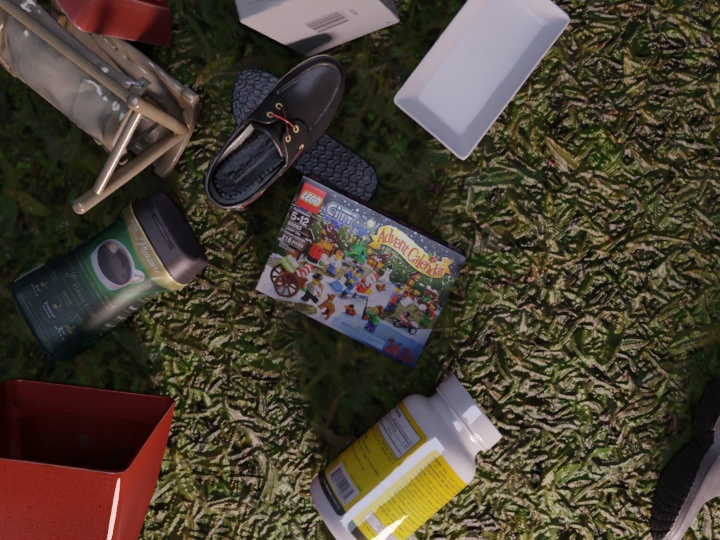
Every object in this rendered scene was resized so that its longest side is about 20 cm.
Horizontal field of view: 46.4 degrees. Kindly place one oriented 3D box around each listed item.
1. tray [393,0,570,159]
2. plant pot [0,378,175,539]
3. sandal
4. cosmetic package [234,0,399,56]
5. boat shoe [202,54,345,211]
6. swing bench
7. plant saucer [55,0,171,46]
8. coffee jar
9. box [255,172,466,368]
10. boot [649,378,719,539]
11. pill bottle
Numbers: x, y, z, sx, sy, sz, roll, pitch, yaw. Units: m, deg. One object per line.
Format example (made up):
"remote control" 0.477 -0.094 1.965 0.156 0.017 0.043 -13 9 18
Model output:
"tray" 0.135 -0.235 0.944 0.107 0.022 0.201 38 90 1
"plant pot" -0.315 0.239 0.870 0.194 0.200 0.181 6 101 1
"sandal" -0.065 -0.143 0.940 0.199 0.045 0.075 39 95 -14
"cosmetic package" -0.061 -0.347 0.846 0.120 0.199 0.205 -15 90 16
"boat shoe" -0.087 -0.142 0.883 0.074 0.063 0.201 44 93 -14
"swing bench" -0.282 -0.188 0.851 0.197 0.200 0.131 37 111 -1
"plant saucer" -0.284 -0.327 0.857 0.036 0.200 0.202 -36 90 16
"coffee jar" -0.269 0.004 0.915 0.198 0.085 0.106 -32 87 1
"box" 0.000 0.000 0.923 0.197 0.038 0.139 26 103 0
"boot" 0.414 0.233 0.923 0.130 0.070 0.203 28 94 -5
"pill bottle" 0.051 0.209 0.900 0.199 0.112 0.113 -40 90 1
